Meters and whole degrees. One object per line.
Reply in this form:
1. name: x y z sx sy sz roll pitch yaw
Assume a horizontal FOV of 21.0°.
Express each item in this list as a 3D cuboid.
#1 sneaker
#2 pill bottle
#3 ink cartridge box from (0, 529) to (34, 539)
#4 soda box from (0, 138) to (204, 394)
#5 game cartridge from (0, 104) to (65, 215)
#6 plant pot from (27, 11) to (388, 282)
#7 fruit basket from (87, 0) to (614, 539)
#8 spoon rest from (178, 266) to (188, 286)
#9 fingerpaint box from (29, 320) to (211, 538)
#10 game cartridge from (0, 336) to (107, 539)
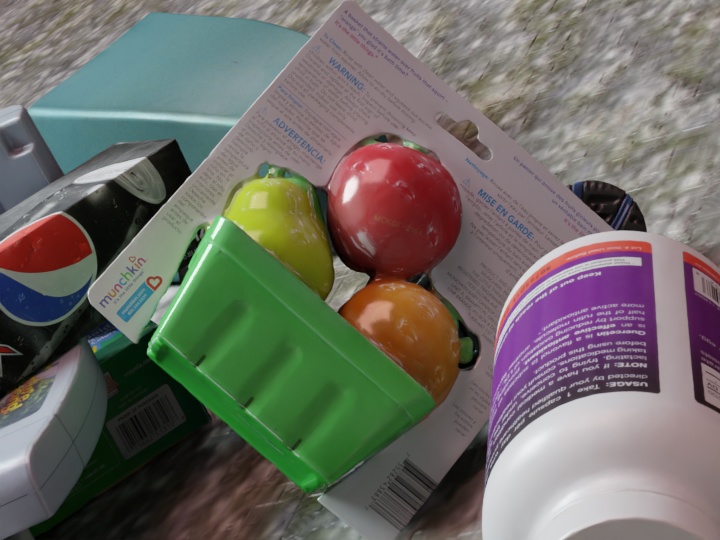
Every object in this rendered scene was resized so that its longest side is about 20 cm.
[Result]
1. sneaker: 0.059 0.024 1.004 0.199 0.076 0.077 -27 -4 6
2. pill bottle: 0.105 0.073 0.765 0.112 0.113 0.200 -20 23 16
3. ink cartridge box: -0.185 0.200 0.844 0.145 0.085 0.200 -29 21 -7
4. soda box: -0.171 0.007 0.994 0.200 0.064 0.071 -37 21 -29
5. game cartridge: -0.242 0.002 1.083 0.199 0.134 0.042 -21 32 12
6. plant pot: -0.086 -0.079 1.294 0.199 0.142 0.141 5 37 40
7. fruit basket: 0.000 0.000 0.932 0.200 0.185 0.094 -51 2 -22
8. spoon rest: -0.068 0.019 1.056 0.060 0.100 0.200 -36 7 -9
9. fingerpaint box: -0.211 0.092 1.127 0.199 0.074 0.167 -33 23 -16
10. game cartridge: -0.191 0.085 0.966 0.132 0.041 0.200 -21 19 3
